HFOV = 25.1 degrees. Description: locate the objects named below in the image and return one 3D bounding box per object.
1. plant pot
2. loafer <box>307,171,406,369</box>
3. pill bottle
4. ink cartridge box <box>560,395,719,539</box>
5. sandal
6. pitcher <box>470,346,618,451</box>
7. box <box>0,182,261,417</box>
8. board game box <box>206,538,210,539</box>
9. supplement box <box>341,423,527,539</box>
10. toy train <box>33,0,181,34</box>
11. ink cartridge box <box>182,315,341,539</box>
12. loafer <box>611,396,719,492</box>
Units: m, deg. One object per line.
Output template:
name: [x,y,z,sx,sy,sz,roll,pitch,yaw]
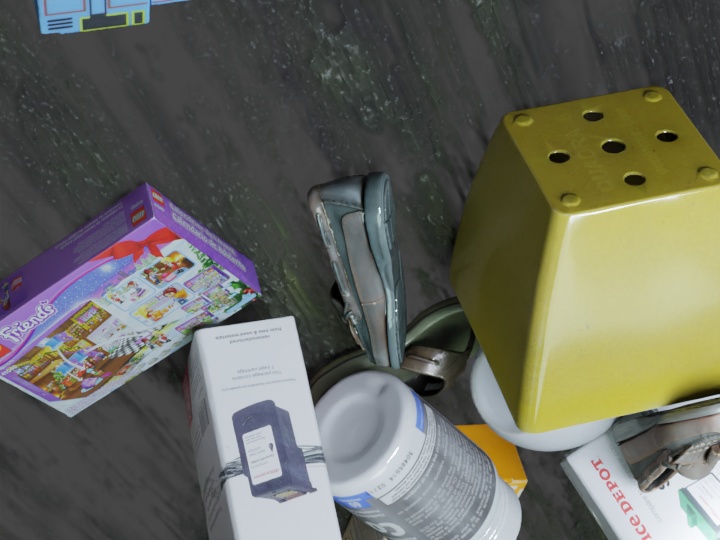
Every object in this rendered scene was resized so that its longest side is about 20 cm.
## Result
plant pot: [0.188,-0.024,1.230,0.199,0.200,0.177,-10,130,-10]
loafer: [0.000,0.000,1.283,0.063,0.072,0.200,0,135,8]
pill bottle: [0.048,0.179,1.386,0.114,0.114,0.200,-33,132,17]
ink cartridge box: [0.294,0.170,1.404,0.200,0.146,0.084,-34,171,-1]
sandal: [0.051,0.085,1.399,0.201,0.057,0.080,-28,141,9]
pitcher: [0.198,0.074,1.354,0.171,0.122,0.200,-33,164,35]
box: [-0.195,0.027,1.246,0.200,0.039,0.137,-32,140,17]
board game box: [-0.120,0.332,1.643,0.153,0.040,0.200,-18,142,0]
supplement box: [0.068,0.238,1.577,0.126,0.074,0.200,-2,139,-19]
toy train: [-0.112,-0.209,0.966,0.199,0.087,0.114,-10,150,-14]
ink cartridge box: [-0.081,0.157,1.291,0.084,0.201,0.145,-8,161,-13]
loafer: [0.257,0.136,1.259,0.072,0.063,0.200,-12,172,-14]
